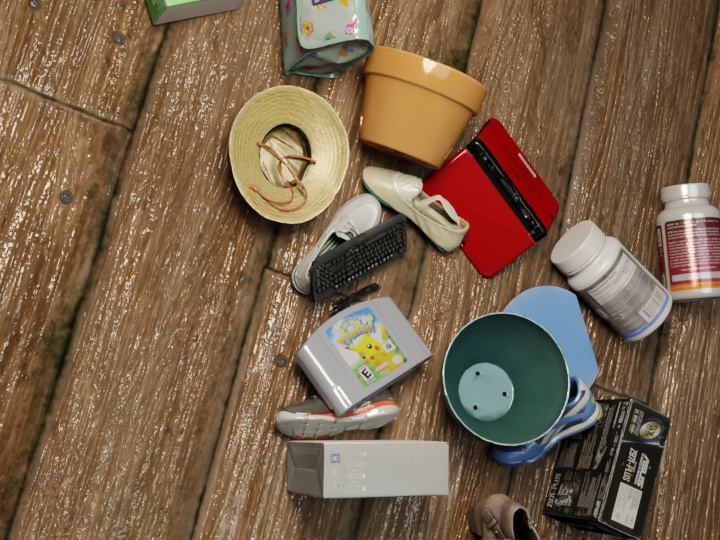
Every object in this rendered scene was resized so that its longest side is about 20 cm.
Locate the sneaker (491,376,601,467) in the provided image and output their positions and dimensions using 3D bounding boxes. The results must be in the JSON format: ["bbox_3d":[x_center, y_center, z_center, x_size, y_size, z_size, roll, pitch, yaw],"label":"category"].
[{"bbox_3d":[0.290,0.241,1.687,0.199,0.074,0.083,-32,121,-9],"label":"sneaker"}]

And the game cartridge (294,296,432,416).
[{"bbox_3d":[0.003,0.121,1.585,0.199,0.041,0.134,-28,71,-37],"label":"game cartridge"}]

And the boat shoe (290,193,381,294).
[{"bbox_3d":[-0.025,-0.041,1.612,0.073,0.067,0.201,42,69,-13],"label":"boat shoe"}]

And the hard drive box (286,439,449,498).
[{"bbox_3d":[0.009,0.288,1.535,0.197,0.156,0.078,3,82,-23],"label":"hard drive box"}]

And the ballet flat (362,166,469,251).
[{"bbox_3d":[0.094,-0.111,1.671,0.199,0.069,0.070,37,70,-17],"label":"ballet flat"}]

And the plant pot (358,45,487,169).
[{"bbox_3d":[0.083,-0.246,1.631,0.198,0.200,0.142,19,91,-20],"label":"plant pot"}]

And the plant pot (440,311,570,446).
[{"bbox_3d":[0.211,0.179,1.639,0.197,0.135,0.203,2,74,-8],"label":"plant pot"}]

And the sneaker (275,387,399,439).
[{"bbox_3d":[-0.041,0.201,1.583,0.197,0.077,0.083,-2,61,-27],"label":"sneaker"}]

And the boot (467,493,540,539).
[{"bbox_3d":[0.233,0.441,1.618,0.070,0.146,0.202,-25,94,-26],"label":"boot"}]

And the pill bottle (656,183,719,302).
[{"bbox_3d":[0.586,-0.048,1.860,0.111,0.113,0.203,-2,84,-24],"label":"pill bottle"}]

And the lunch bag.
[{"bbox_3d":[-0.047,-0.398,1.579,0.120,0.200,0.173,-1,84,-24],"label":"lunch bag"}]

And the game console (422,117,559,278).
[{"bbox_3d":[0.219,-0.124,1.760,0.201,0.118,0.173,52,36,-10],"label":"game console"}]

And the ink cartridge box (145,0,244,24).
[{"bbox_3d":[-0.263,-0.485,1.557,0.144,0.084,0.203,-19,90,-25],"label":"ink cartridge box"}]

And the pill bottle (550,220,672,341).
[{"bbox_3d":[0.424,0.016,1.779,0.200,0.114,0.114,42,69,-13],"label":"pill bottle"}]

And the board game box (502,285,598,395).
[{"bbox_3d":[0.305,0.129,1.753,0.156,0.039,0.203,-18,90,-16],"label":"board game box"}]

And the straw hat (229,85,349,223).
[{"bbox_3d":[-0.119,-0.169,1.579,0.198,0.085,0.204,1,87,-21],"label":"straw hat"}]

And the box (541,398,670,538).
[{"bbox_3d":[0.397,0.318,1.699,0.085,0.163,0.202,25,73,-19],"label":"box"}]

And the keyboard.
[{"bbox_3d":[0.000,0.000,1.605,0.199,0.021,0.128,-29,135,-34],"label":"keyboard"}]
